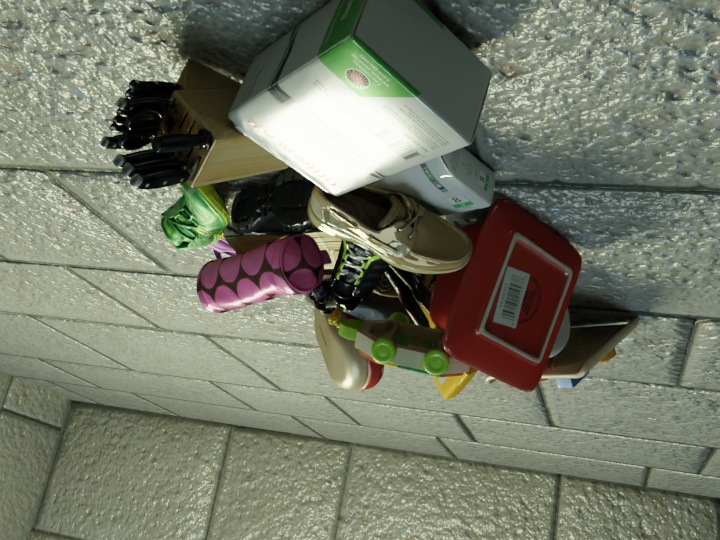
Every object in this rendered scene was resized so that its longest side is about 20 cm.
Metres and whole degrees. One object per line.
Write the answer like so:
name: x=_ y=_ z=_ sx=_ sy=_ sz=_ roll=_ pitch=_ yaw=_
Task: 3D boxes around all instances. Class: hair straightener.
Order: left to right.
hair straightener: x=0.078 y=0.006 z=1.122 sx=0.076 sy=0.041 sz=0.201 roll=-21 pitch=116 yaw=25

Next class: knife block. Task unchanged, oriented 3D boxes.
knife block: x=-0.144 y=-0.122 z=0.779 sx=0.198 sy=0.177 sz=0.064 roll=23 pitch=126 yaw=-24

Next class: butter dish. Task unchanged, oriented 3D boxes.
butter dish: x=0.163 y=0.027 z=1.032 sx=0.198 sy=0.203 sz=0.147 roll=27 pitch=172 yaw=-38

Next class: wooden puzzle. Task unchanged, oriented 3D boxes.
wooden puzzle: x=0.321 y=0.139 z=1.262 sx=0.184 sy=0.047 sz=0.199 roll=-27 pitch=-173 yaw=-42

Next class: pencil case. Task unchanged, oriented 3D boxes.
pencil case: x=-0.135 y=0.007 z=1.090 sx=0.198 sy=0.092 sz=0.093 roll=-11 pitch=-168 yaw=42

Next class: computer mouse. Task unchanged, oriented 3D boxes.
computer mouse: x=0.013 y=0.046 z=1.264 sx=0.198 sy=0.139 sz=0.053 roll=26 pitch=112 yaw=-23

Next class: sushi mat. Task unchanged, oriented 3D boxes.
sushi mat: x=-0.084 y=-0.027 z=1.129 sx=0.197 sy=0.012 sz=0.096 roll=-3 pitch=145 yaw=15

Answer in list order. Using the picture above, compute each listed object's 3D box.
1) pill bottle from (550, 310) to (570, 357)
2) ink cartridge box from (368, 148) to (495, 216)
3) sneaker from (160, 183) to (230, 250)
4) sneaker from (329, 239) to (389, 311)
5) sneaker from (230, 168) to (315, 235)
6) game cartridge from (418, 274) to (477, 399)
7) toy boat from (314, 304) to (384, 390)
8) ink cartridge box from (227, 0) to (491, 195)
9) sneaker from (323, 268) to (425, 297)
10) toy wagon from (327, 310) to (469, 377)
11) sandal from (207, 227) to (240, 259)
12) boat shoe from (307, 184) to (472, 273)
pill bottle: x=0.220 y=0.091 z=1.245 sx=0.111 sy=0.114 sz=0.199 roll=21 pitch=158 yaw=-24
ink cartridge box: x=0.030 y=-0.118 z=0.891 sx=0.159 sy=0.051 sz=0.199 roll=-9 pitch=154 yaw=43
sneaker: x=-0.227 y=-0.069 z=1.087 sx=0.075 sy=0.083 sz=0.200 roll=56 pitch=160 yaw=9
sneaker: x=0.000 y=0.000 z=1.031 sx=0.071 sy=0.083 sz=0.201 roll=26 pitch=157 yaw=9
sneaker: x=-0.086 y=-0.085 z=1.032 sx=0.079 sy=0.077 sz=0.198 roll=10 pitch=172 yaw=-41
game cartridge: x=0.121 y=0.105 z=1.275 sx=0.032 sy=0.178 sz=0.200 roll=-24 pitch=163 yaw=-10
toy boat: x=0.001 y=0.105 z=1.325 sx=0.129 sy=0.201 sz=0.132 roll=-7 pitch=125 yaw=-14
ink cartridge box: x=-0.006 y=-0.159 z=0.725 sx=0.145 sy=0.085 sz=0.199 roll=34 pitch=152 yaw=-30
sneaker: x=0.002 y=-0.006 z=1.203 sx=0.197 sy=0.072 sz=0.076 roll=13 pitch=179 yaw=4
toy wagon: x=0.052 y=0.093 z=1.069 sx=0.197 sy=0.040 sz=0.155 roll=11 pitch=-169 yaw=9
sandal: x=-0.194 y=-0.021 z=1.266 sx=0.201 sy=0.051 sz=0.082 roll=27 pitch=155 yaw=-36
boat shoe: x=0.037 y=-0.051 z=0.899 sx=0.197 sy=0.072 sz=0.065 roll=17 pitch=159 yaw=-6
